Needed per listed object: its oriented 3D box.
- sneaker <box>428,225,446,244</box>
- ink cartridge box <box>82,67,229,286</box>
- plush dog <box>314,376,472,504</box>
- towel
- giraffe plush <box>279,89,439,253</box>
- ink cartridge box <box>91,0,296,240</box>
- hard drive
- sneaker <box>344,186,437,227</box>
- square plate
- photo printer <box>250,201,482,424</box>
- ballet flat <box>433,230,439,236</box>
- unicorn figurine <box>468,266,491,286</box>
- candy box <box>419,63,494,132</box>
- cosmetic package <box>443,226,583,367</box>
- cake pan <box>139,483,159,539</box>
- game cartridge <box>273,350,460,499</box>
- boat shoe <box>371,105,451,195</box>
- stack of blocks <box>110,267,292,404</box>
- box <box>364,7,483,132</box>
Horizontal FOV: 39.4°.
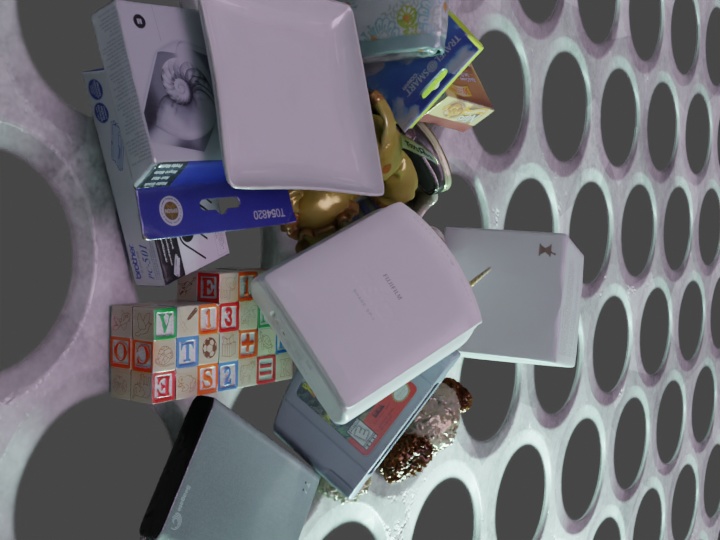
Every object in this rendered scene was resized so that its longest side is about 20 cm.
[{"bbox_3d":[0.072,-0.021,1.243,0.200,0.072,0.085,101,0,-83],"label":"sneaker"},{"bbox_3d":[-0.187,-0.095,0.938,0.094,0.044,0.202,-31,116,-50],"label":"ink cartridge box"},{"bbox_3d":[0.039,0.165,1.171,0.200,0.171,0.161,-46,128,-41],"label":"plush dog"},{"bbox_3d":[0.002,-0.305,1.061,0.048,0.199,0.173,2,89,-61],"label":"towel"},{"bbox_3d":[-0.032,-0.096,1.082,0.162,0.200,0.173,-42,120,-10],"label":"giraffe plush"},{"bbox_3d":[-0.133,-0.136,0.912,0.199,0.040,0.202,-12,87,-52],"label":"ink cartridge box"},{"bbox_3d":[-0.124,0.229,1.000,0.200,0.033,0.140,47,55,-45],"label":"hard drive"},{"bbox_3d":[0.022,-0.054,1.201,0.200,0.089,0.067,-49,130,-41],"label":"sneaker"},{"bbox_3d":[-0.067,-0.167,0.938,0.197,0.028,0.202,-1,78,-47],"label":"square plate"},{"bbox_3d":[0.015,0.033,1.005,0.199,0.069,0.167,-29,80,-25],"label":"photo printer"},{"bbox_3d":[0.000,0.000,1.122,0.072,0.199,0.073,-20,90,-84],"label":"ballet flat"},{"bbox_3d":[0.068,0.052,1.175,0.074,0.199,0.138,-62,144,-26],"label":"unicorn figurine"},{"bbox_3d":[0.075,-0.270,1.212,0.115,0.055,0.201,1,61,-54],"label":"candy box"},{"bbox_3d":[0.206,0.040,1.369,0.200,0.165,0.169,22,74,-70],"label":"cosmetic package"},{"bbox_3d":[-0.143,0.274,1.038,0.200,0.037,0.202,-6,97,-55],"label":"cake pan"},{"bbox_3d":[-0.002,0.127,1.081,0.201,0.133,0.041,-54,161,9],"label":"game cartridge"},{"bbox_3d":[0.031,-0.168,1.193,0.066,0.072,0.202,-35,94,-26],"label":"boat shoe"},{"bbox_3d":[-0.150,0.058,0.991,0.199,0.058,0.116,-4,96,-55],"label":"stack of blocks"},{"bbox_3d":[0.042,-0.252,1.097,0.122,0.200,0.048,-47,150,19],"label":"box"}]
